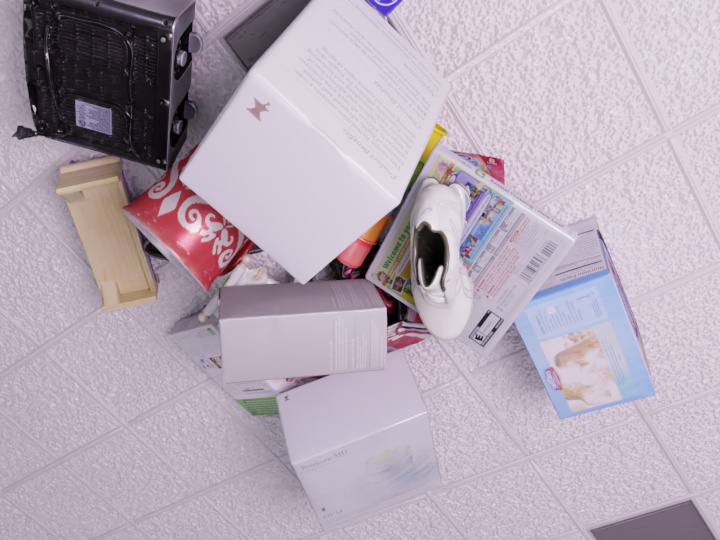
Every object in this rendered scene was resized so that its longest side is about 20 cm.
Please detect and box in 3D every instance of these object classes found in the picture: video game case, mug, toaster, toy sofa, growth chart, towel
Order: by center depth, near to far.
[{"bbox_3d":[0.118,-0.016,0.795,0.180,0.022,0.202,32,129,4],"label":"video game case"},{"bbox_3d":[-0.287,-0.233,0.795,0.195,0.120,0.184,14,124,0],"label":"toaster"},{"bbox_3d":[-0.165,-0.092,0.830,0.133,0.177,0.201,42,77,-4],"label":"mug"},{"bbox_3d":[-0.114,0.063,0.915,0.198,0.018,0.144,27,122,-37],"label":"growth chart"},{"bbox_3d":[-0.342,-0.054,0.954,0.081,0.098,0.204,-12,122,-7],"label":"toy sofa"},{"bbox_3d":[0.003,0.118,0.984,0.197,0.143,0.023,-24,74,22],"label":"towel"}]

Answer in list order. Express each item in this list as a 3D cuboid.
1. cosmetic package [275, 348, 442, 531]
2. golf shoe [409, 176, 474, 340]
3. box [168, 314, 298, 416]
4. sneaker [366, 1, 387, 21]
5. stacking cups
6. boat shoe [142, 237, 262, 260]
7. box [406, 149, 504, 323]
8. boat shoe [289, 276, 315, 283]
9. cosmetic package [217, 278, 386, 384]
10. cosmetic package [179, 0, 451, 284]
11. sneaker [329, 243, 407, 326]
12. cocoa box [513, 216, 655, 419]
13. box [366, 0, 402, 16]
[{"bbox_3d":[0.002,0.250,1.009,0.195,0.124,0.203,-20,133,-4],"label":"cosmetic package"},{"bbox_3d":[0.078,0.006,0.753,0.076,0.098,0.204,5,124,21],"label":"golf shoe"},{"bbox_3d":[-0.185,0.145,1.049,0.143,0.037,0.201,-14,123,48],"label":"box"},{"bbox_3d":[-0.020,-0.222,0.786,0.097,0.079,0.204,9,124,8],"label":"sneaker"},{"bbox_3d":[0.027,-0.098,0.842,0.060,0.061,0.202,30,110,-12],"label":"stacking cups"},{"bbox_3d":[-0.201,-0.040,0.942,0.194,0.065,0.073,0,123,8],"label":"boat shoe"},{"bbox_3d":[0.118,-0.036,0.869,0.093,0.101,0.204,9,124,5],"label":"box"},{"bbox_3d":[-0.084,0.070,0.992,0.066,0.072,0.203,18,128,-2],"label":"boat shoe"},{"bbox_3d":[-0.072,0.068,0.826,0.194,0.107,0.093,-5,110,-7],"label":"cosmetic package"},{"bbox_3d":[-0.039,-0.138,0.682,0.167,0.202,0.166,40,136,-13],"label":"cosmetic package"},{"bbox_3d":[0.000,0.000,0.923,0.199,0.085,0.076,41,120,-18],"label":"sneaker"},{"bbox_3d":[0.279,0.064,0.891,0.131,0.132,0.202,-20,118,21],"label":"cocoa box"},{"bbox_3d":[0.015,-0.377,0.622,0.198,0.107,0.183,33,128,-30],"label":"box"}]
